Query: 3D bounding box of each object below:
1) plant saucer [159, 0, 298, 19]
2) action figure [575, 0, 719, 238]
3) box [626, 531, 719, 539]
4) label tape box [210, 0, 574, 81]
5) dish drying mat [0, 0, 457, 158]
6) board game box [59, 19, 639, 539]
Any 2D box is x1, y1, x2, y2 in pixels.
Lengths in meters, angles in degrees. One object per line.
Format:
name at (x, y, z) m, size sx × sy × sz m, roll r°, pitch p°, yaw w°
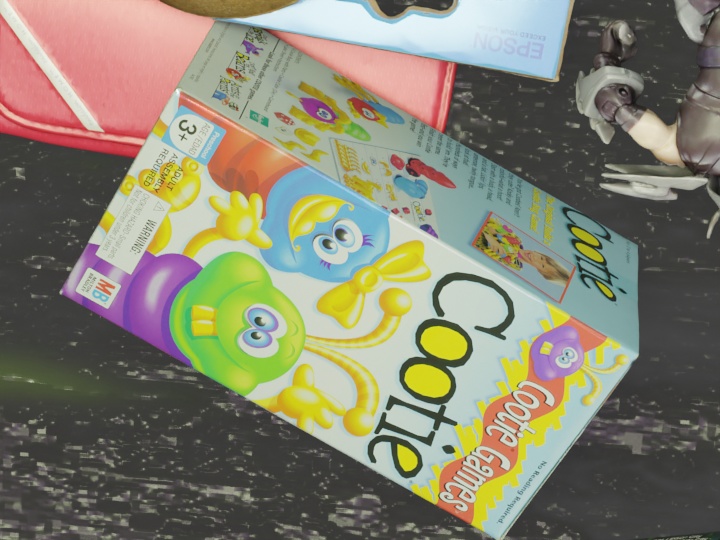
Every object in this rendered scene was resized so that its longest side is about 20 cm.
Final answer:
plant saucer at (-0.061, -0.195, 0.749) m, size 0.200 × 0.035 × 0.200 m, roll 6°, pitch 99°, yaw 38°
action figure at (0.150, -0.103, 0.795) m, size 0.130 × 0.069 × 0.200 m, roll -7°, pitch 108°, yaw -1°
box at (0.165, 0.208, 0.852) m, size 0.137 × 0.038 × 0.200 m, roll -11°, pitch 105°, yaw 38°
label tape box at (0.028, -0.188, 0.783) m, size 0.144 × 0.063 × 0.200 m, roll 11°, pitch 105°, yaw 4°
dish drying mat at (-0.062, -0.079, 0.842) m, size 0.200 × 0.018 × 0.077 m, roll 10°, pitch 104°, yaw 3°
board game box at (0.000, 0.000, 0.798) m, size 0.200 × 0.105 × 0.103 m, roll 30°, pitch 115°, yaw -6°
